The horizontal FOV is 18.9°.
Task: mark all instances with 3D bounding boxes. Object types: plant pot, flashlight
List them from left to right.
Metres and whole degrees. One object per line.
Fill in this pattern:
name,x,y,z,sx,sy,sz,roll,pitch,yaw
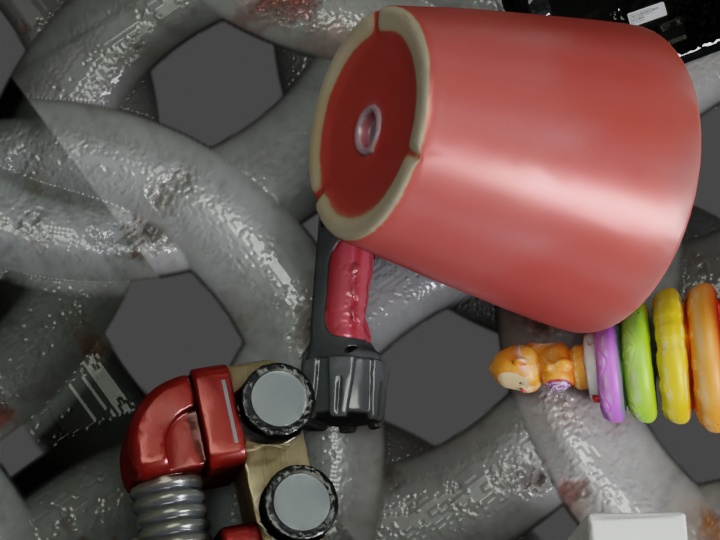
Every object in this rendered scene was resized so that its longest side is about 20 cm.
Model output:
flashlight,0.000,0.000,1.384,0.067,0.068,0.201,4,73,-4
plant pot,0.077,-0.071,1.310,0.176,0.200,0.202,10,72,-28

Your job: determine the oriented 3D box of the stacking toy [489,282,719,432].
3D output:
stacking toy,0.180,0.056,1.366,0.199,0.116,0.111,-6,71,8

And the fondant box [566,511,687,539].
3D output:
fondant box,0.150,0.228,1.254,0.058,0.200,0.145,-1,74,-4

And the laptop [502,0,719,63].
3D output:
laptop,0.160,-0.232,1.486,0.176,0.103,0.201,-20,101,-7

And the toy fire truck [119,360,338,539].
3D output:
toy fire truck,-0.121,0.162,1.318,0.199,0.129,0.177,-9,74,-15
